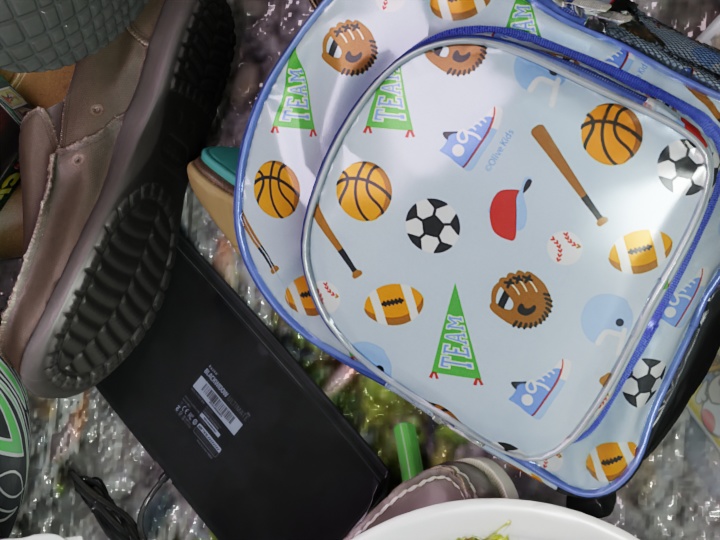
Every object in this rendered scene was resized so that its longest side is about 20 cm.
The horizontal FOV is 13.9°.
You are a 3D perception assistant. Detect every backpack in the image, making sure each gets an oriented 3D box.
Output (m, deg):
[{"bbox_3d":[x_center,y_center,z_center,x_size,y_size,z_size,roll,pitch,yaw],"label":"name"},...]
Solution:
[{"bbox_3d":[0.050,-0.025,1.100,0.190,0.154,0.200,30,99,15],"label":"backpack"}]

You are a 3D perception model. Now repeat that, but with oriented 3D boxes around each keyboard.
[{"bbox_3d":[-0.073,0.079,1.292,0.127,0.021,0.200,-50,51,10],"label":"keyboard"}]

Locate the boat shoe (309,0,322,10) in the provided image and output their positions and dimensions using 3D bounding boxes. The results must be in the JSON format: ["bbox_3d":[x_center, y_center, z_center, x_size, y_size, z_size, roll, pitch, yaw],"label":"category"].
[{"bbox_3d":[0.009,-0.112,1.242,0.075,0.075,0.202,-43,60,22],"label":"boat shoe"}]

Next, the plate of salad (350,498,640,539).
[{"bbox_3d":[0.052,0.185,1.120,0.200,0.048,0.200,1,102,3],"label":"plate of salad"}]

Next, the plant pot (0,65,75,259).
[{"bbox_3d":[-0.172,-0.106,1.403,0.200,0.027,0.200,-8,77,34],"label":"plant pot"}]

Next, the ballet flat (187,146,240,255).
[{"bbox_3d":[0.000,0.000,1.237,0.200,0.069,0.063,20,107,38],"label":"ballet flat"}]

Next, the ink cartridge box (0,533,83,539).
[{"bbox_3d":[-0.180,0.177,1.224,0.145,0.200,0.083,-8,73,-7],"label":"ink cartridge box"}]

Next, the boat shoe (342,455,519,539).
[{"bbox_3d":[-0.012,0.154,1.173,0.200,0.060,0.072,-53,51,17],"label":"boat shoe"}]

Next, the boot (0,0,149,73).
[{"bbox_3d":[-0.147,-0.155,1.311,0.132,0.200,0.070,15,126,33],"label":"boot"}]

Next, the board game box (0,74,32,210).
[{"bbox_3d":[-0.236,-0.092,1.397,0.200,0.023,0.105,47,117,21],"label":"board game box"}]

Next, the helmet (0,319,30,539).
[{"bbox_3d":[-0.239,0.073,1.312,0.200,0.191,0.200,-50,32,47],"label":"helmet"}]

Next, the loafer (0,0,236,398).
[{"bbox_3d":[-0.117,-0.038,1.307,0.071,0.073,0.200,12,70,25],"label":"loafer"}]

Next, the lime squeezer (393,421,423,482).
[{"bbox_3d":[0.017,0.166,1.220,0.071,0.038,0.200,-165,89,-69],"label":"lime squeezer"}]

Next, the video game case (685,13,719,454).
[{"bbox_3d":[0.184,-0.028,1.133,0.200,0.023,0.182,-47,58,20],"label":"video game case"}]
